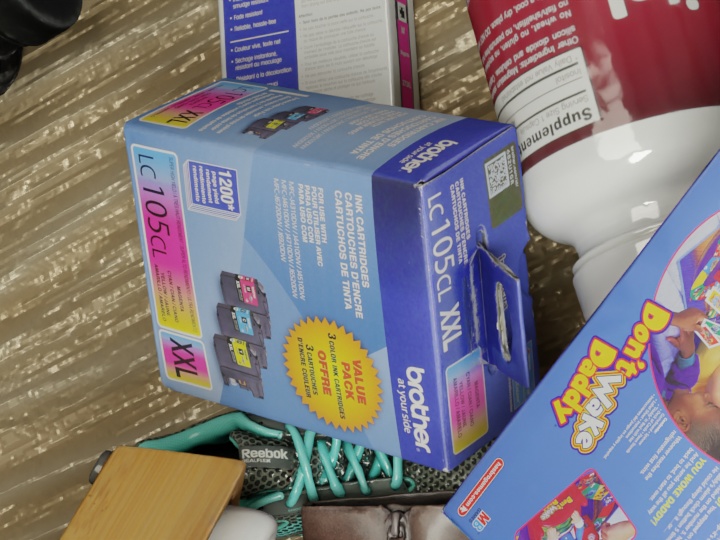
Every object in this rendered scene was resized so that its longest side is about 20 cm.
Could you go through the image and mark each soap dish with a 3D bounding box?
[{"bbox_3d":[-0.107,0.168,0.985,0.081,0.200,0.158,28,69,4],"label":"soap dish"}]

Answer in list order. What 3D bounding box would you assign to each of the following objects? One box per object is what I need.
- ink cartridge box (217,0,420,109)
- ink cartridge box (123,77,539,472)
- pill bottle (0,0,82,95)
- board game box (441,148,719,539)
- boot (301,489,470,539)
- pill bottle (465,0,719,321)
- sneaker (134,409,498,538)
[{"bbox_3d":[-0.021,-0.099,1.091,0.094,0.037,0.202,-8,82,27],"label":"ink cartridge box"},{"bbox_3d":[0.000,0.000,0.981,0.199,0.076,0.137,12,120,36],"label":"ink cartridge box"},{"bbox_3d":[-0.246,-0.120,1.168,0.199,0.112,0.113,-26,72,22],"label":"pill bottle"},{"bbox_3d":[0.141,0.060,0.851,0.134,0.045,0.200,44,105,28],"label":"board game box"},{"bbox_3d":[-0.014,0.184,1.014,0.199,0.072,0.168,-7,96,12],"label":"boot"},{"bbox_3d":[0.112,-0.083,0.975,0.112,0.113,0.201,-21,75,24],"label":"pill bottle"},{"bbox_3d":[-0.019,0.093,1.034,0.199,0.091,0.078,-11,79,26],"label":"sneaker"}]
